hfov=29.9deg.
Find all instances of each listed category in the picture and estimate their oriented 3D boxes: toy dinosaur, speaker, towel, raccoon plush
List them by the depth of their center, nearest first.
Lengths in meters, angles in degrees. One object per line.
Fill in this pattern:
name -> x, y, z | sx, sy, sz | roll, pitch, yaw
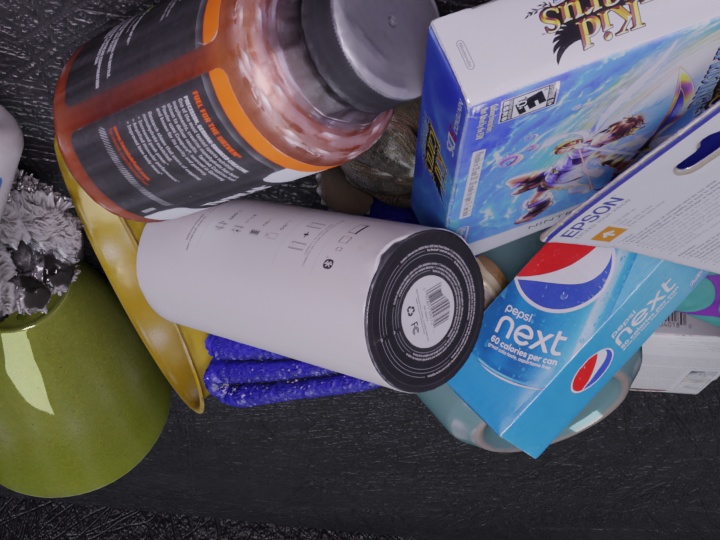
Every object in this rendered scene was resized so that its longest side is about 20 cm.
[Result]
speaker -> -0.033, 0.005, 0.703 | 0.081, 0.081, 0.200 | 21, 173, -42
toy dinosaur -> 0.023, -0.071, 0.748 | 0.102, 0.077, 0.200 | -1, 166, -5
towel -> 0.000, 0.000, 0.818 | 0.147, 0.200, 0.050 | -13, 117, 35
raccoon plush -> -0.265, -0.054, 0.917 | 0.134, 0.097, 0.200 | 27, 143, 52

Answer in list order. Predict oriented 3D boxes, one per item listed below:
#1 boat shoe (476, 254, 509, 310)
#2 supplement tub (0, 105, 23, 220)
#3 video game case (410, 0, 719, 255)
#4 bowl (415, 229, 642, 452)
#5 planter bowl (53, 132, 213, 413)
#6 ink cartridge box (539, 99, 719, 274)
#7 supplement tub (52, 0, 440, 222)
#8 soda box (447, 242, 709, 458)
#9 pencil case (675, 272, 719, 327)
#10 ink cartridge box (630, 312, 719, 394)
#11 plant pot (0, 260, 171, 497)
boat shoe -> 0.008, 0.035, 0.878 | 0.200, 0.065, 0.071 | -18, 108, 49
supplement tub -> -0.281, -0.010, 0.768 | 0.132, 0.201, 0.132 | 21, -164, -6
video game case -> 0.117, -0.080, 0.625 | 0.181, 0.046, 0.200 | -22, 164, -7
bowl -> 0.118, 0.056, 0.950 | 0.200, 0.105, 0.201 | -15, 150, -9
planter bowl -> -0.116, -0.015, 0.871 | 0.083, 0.201, 0.200 | -28, 170, -17
ink cartridge box -> 0.213, -0.060, 0.627 | 0.199, 0.041, 0.200 | 10, 147, -33
supplement tub -> -0.055, -0.091, 0.654 | 0.107, 0.107, 0.200 | 21, 157, -40
soda box -> 0.140, 0.012, 0.792 | 0.064, 0.200, 0.068 | 44, -176, 32
pencil case -> 0.244, 0.004, 0.905 | 0.200, 0.085, 0.092 | 18, 135, -34
ink cartridge box -> 0.253, 0.058, 1.130 | 0.109, 0.051, 0.200 | 4, 163, 2
plant pot -> -0.262, 0.059, 1.105 | 0.186, 0.188, 0.200 | 4, 147, 4
